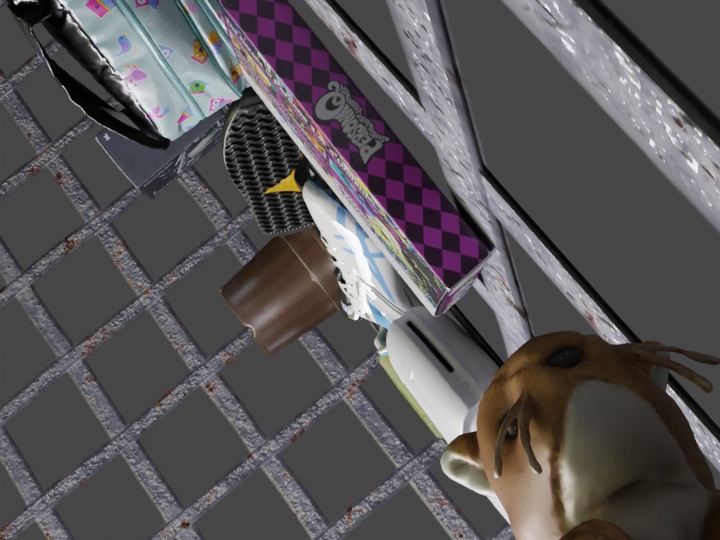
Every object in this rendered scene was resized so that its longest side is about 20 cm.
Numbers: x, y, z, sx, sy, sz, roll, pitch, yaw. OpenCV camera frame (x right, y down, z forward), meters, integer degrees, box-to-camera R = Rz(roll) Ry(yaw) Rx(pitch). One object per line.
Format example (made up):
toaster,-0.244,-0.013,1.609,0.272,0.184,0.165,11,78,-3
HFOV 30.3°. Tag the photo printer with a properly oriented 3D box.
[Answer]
photo printer,0.103,0.127,1.131,0.201,0.069,0.166,55,176,-33

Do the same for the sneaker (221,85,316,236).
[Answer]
sneaker,-0.085,-0.115,1.186,0.201,0.069,0.091,75,-179,-59

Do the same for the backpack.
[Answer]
backpack,-0.154,-0.181,0.892,0.200,0.126,0.167,53,-171,-35

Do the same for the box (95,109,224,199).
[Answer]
box,-0.340,-0.240,2.332,0.124,0.200,0.197,49,177,2

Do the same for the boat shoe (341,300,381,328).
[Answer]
boat shoe,0.011,0.020,1.324,0.201,0.063,0.073,52,177,5

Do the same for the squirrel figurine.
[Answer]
squirrel figurine,0.103,0.118,0.447,0.187,0.141,0.200,57,178,36

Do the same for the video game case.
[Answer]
video game case,-0.002,-0.065,0.784,0.201,0.036,0.181,52,177,6

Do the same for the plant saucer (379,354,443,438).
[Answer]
plant saucer,0.106,0.226,2.477,0.200,0.048,0.200,51,177,27

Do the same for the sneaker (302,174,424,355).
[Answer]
sneaker,0.000,0.000,1.200,0.201,0.072,0.072,55,177,-31

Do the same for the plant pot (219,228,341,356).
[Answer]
plant pot,-0.128,0.034,2.342,0.201,0.198,0.200,50,177,4
